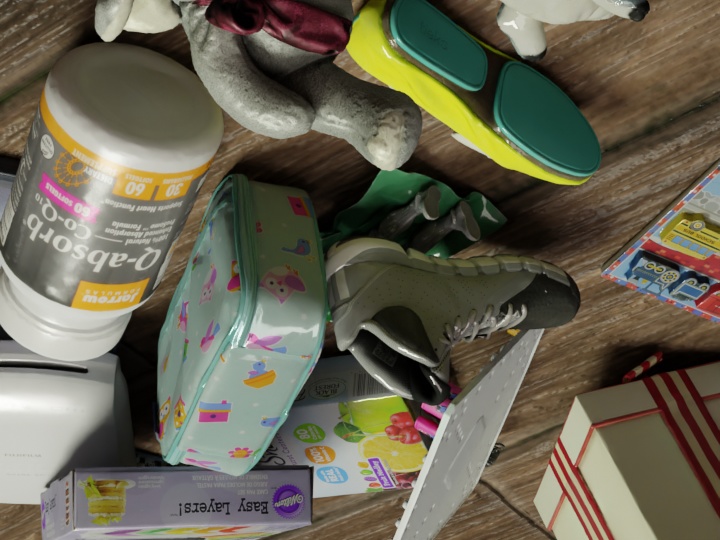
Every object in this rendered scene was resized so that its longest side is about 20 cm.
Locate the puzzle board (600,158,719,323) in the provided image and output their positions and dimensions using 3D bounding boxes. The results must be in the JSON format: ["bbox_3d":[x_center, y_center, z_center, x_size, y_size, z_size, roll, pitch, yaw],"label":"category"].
[{"bbox_3d":[0.308,-0.007,1.109,0.200,0.017,0.151,20,135,-24],"label":"puzzle board"}]

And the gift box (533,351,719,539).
[{"bbox_3d":[0.270,0.188,1.215,0.200,0.187,0.185,-9,142,-23],"label":"gift box"}]

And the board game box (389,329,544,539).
[{"bbox_3d":[0.071,0.135,1.114,0.026,0.200,0.200,29,122,16],"label":"board game box"}]

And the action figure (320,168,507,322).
[{"bbox_3d":[0.000,0.000,1.080,0.118,0.055,0.200,25,137,-32],"label":"action figure"}]

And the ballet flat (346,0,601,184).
[{"bbox_3d":[0.071,-0.115,0.945,0.200,0.067,0.067,31,151,-29],"label":"ballet flat"}]

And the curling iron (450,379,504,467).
[{"bbox_3d":[0.074,0.104,1.218,0.050,0.026,0.200,17,150,39],"label":"curling iron"}]

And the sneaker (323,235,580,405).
[{"bbox_3d":[0.068,0.047,1.010,0.200,0.116,0.075,7,139,-18],"label":"sneaker"}]

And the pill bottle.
[{"bbox_3d":[-0.173,-0.041,0.954,0.116,0.117,0.200,14,129,-18],"label":"pill bottle"}]

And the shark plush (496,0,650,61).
[{"bbox_3d":[0.081,-0.199,0.829,0.200,0.083,0.091,26,152,-22],"label":"shark plush"}]

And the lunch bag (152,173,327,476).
[{"bbox_3d":[-0.092,0.039,1.041,0.077,0.161,0.200,11,133,-22],"label":"lunch bag"}]

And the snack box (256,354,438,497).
[{"bbox_3d":[-0.041,0.137,1.227,0.199,0.053,0.142,-8,138,15],"label":"snack box"}]

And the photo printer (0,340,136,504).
[{"bbox_3d":[-0.269,0.123,1.181,0.166,0.070,0.200,2,147,-5],"label":"photo printer"}]

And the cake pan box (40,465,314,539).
[{"bbox_3d":[-0.151,0.187,1.145,0.184,0.052,0.200,4,165,-19],"label":"cake pan box"}]

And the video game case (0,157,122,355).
[{"bbox_3d":[-0.236,-0.003,1.090,0.143,0.019,0.200,11,139,-15],"label":"video game case"}]

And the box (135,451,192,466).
[{"bbox_3d":[-0.205,0.246,1.369,0.136,0.038,0.200,18,136,-22],"label":"box"}]

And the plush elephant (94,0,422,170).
[{"bbox_3d":[-0.059,-0.166,0.792,0.200,0.165,0.155,13,170,19],"label":"plush elephant"}]
